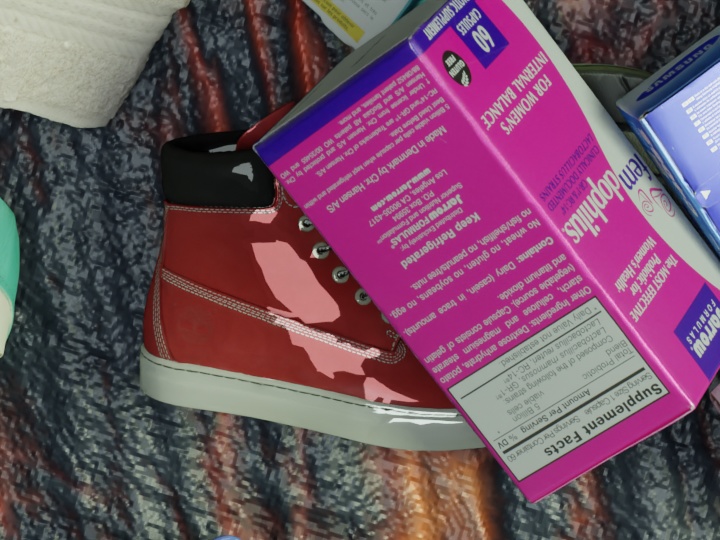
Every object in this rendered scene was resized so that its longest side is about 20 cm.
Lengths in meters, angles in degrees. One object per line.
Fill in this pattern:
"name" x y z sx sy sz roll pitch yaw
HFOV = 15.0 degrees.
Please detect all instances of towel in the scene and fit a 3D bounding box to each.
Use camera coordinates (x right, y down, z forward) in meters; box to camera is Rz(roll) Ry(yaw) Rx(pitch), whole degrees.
"towel" -0.155 -0.137 1.210 0.133 0.199 0.035 -52 48 24

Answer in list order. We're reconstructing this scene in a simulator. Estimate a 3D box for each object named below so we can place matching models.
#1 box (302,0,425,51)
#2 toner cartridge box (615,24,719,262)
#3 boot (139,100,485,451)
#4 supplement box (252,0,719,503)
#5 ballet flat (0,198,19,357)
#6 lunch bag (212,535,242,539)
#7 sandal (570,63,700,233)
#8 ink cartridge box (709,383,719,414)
"box" 0.030 -0.192 1.204 0.082 0.049 0.200 41 130 4
"toner cartridge box" 0.220 -0.092 1.205 0.200 0.043 0.095 -36 106 -1
"boot" 0.000 0.000 1.262 0.199 0.072 0.145 9 105 6
"supplement box" 0.065 -0.017 1.195 0.103 0.101 0.200 -32 99 34
"ballet flat" -0.203 0.058 1.290 0.067 0.070 0.201 19 102 -36
"lunch bag" -0.071 0.218 1.271 0.135 0.132 0.202 5 98 4
"sandal" 0.078 -0.064 1.266 0.200 0.057 0.080 9 109 18
"ink cartridge box" 0.284 0.050 1.219 0.200 0.043 0.196 -42 126 7
